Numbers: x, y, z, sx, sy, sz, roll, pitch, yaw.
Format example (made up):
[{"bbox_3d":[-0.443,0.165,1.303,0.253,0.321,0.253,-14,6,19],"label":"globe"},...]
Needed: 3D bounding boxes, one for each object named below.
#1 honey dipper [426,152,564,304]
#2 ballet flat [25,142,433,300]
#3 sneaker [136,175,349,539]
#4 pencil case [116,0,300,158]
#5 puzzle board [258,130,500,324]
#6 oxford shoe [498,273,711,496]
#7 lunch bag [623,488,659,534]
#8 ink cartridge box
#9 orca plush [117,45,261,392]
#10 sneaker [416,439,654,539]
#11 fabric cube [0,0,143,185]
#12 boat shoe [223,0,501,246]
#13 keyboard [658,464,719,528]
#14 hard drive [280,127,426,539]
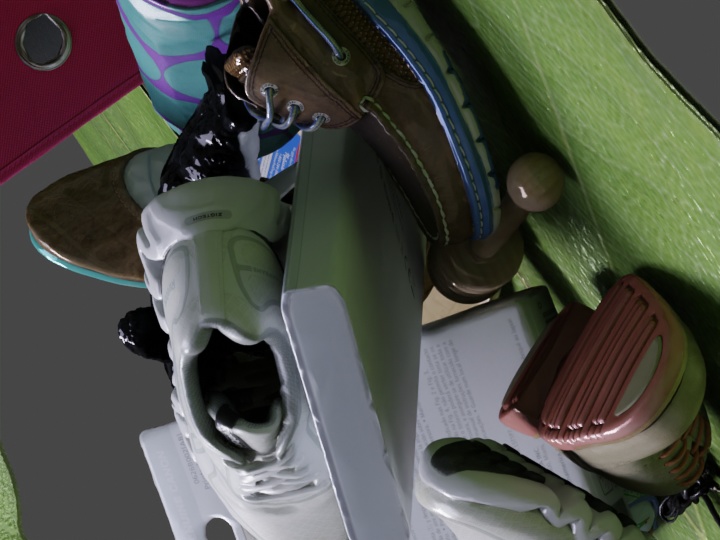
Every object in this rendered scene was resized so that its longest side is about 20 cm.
[{"bbox_3d":[0.057,-0.017,1.144,0.038,0.038,0.200,52,171,3],"label":"honey dipper"},{"bbox_3d":[-0.048,-0.025,1.261,0.072,0.199,0.068,-56,31,40],"label":"ballet flat"},{"bbox_3d":[-0.042,0.058,1.122,0.081,0.075,0.201,-101,-6,-46],"label":"sneaker"},{"bbox_3d":[-0.062,-0.120,1.212,0.200,0.085,0.093,82,-168,-74],"label":"pencil case"},{"bbox_3d":[-0.007,0.029,1.394,0.151,0.017,0.201,38,137,22],"label":"puzzle board"},{"bbox_3d":[0.109,0.049,1.073,0.074,0.071,0.200,32,177,-5],"label":"oxford shoe"},{"bbox_3d":[0.065,0.145,1.365,0.076,0.160,0.200,50,173,15],"label":"lunch bag"},{"bbox_3d":[0.019,0.115,1.257,0.050,0.199,0.163,-23,-87,-65],"label":"ink cartridge box"},{"bbox_3d":[-0.064,0.013,1.166,0.105,0.071,0.201,40,143,28],"label":"orca plush"},{"bbox_3d":[0.085,0.133,1.120,0.200,0.081,0.075,38,176,-39],"label":"sneaker"},{"bbox_3d":[-0.203,-0.164,1.466,0.200,0.196,0.200,56,173,-11],"label":"fabric cube"},{"bbox_3d":[-0.018,-0.088,1.064,0.201,0.072,0.072,60,171,-8],"label":"boat shoe"},{"bbox_3d":[0.169,0.134,1.213,0.127,0.021,0.200,51,172,13],"label":"keyboard"},{"bbox_3d":[0.000,0.000,1.147,0.200,0.027,0.132,-86,-16,-54],"label":"hard drive"}]
